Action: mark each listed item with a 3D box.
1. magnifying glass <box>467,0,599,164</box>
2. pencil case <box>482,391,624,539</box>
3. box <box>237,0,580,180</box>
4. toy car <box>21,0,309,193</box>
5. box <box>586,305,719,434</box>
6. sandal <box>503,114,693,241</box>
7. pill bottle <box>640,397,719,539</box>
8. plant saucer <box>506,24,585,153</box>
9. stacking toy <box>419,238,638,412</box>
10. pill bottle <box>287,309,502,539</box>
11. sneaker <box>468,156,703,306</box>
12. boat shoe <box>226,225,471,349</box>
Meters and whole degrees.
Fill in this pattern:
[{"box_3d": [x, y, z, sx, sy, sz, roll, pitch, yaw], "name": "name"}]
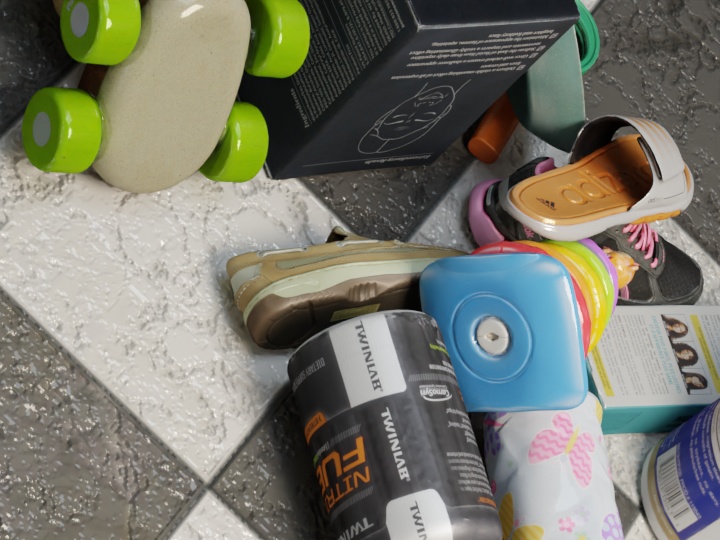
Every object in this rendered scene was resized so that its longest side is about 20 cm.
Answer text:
[{"box_3d": [0.128, -0.150, 1.878, 0.080, 0.022, 0.200, 40, 45, -9], "name": "magnifying glass"}, {"box_3d": [0.138, 0.178, 1.632, 0.090, 0.083, 0.201, 4, 60, -26], "name": "pencil case"}, {"box_3d": [0.026, -0.160, 1.684, 0.148, 0.200, 0.108, -8, 66, -39], "name": "box"}, {"box_3d": [-0.161, -0.163, 1.630, 0.164, 0.158, 0.200, 1, 33, -39], "name": "toy car"}, {"box_3d": [0.227, 0.072, 1.785, 0.199, 0.049, 0.083, 1, 62, -35], "name": "box"}, {"box_3d": [0.177, -0.071, 1.691, 0.079, 0.059, 0.206, 36, 32, 22], "name": "sandal"}, {"box_3d": [0.297, 0.127, 1.697, 0.119, 0.200, 0.120, 18, 54, -26], "name": "pill bottle"}, {"box_3d": [0.120, -0.178, 1.770, 0.036, 0.200, 0.201, -13, 66, -4], "name": "plant saucer"}, {"box_3d": [0.137, 0.017, 1.670, 0.200, 0.116, 0.110, -26, 109, -54], "name": "stacking toy"}, {"box_3d": [0.028, 0.135, 1.564, 0.106, 0.106, 0.201, -1, 63, -36], "name": "pill bottle"}, {"box_3d": [0.180, -0.025, 1.783, 0.199, 0.095, 0.079, 22, 50, -24], "name": "sneaker"}, {"box_3d": [0.000, 0.000, 1.662, 0.199, 0.072, 0.076, -3, 49, -38], "name": "boat shoe"}]
